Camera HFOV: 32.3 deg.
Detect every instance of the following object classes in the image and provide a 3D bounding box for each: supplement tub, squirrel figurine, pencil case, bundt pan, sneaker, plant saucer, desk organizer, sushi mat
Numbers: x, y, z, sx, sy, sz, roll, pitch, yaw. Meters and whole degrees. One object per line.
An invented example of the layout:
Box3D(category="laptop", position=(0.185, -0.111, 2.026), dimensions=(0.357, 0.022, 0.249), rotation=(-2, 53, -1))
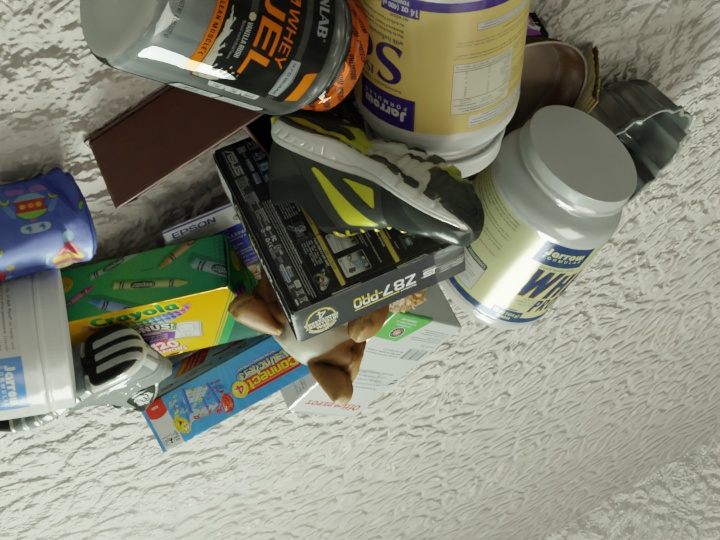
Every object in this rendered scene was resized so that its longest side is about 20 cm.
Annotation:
Box3D(category="supplement tub", position=(-0.355, 0.071, 1.086), dimensions=(0.196, 0.134, 0.133), rotation=(-8, 149, -11))
Box3D(category="squirrel figurine", position=(0.000, 0.000, 1.184), dimensions=(0.187, 0.141, 0.200), rotation=(-51, 177, 13))
Box3D(category="pencil case", position=(-0.320, -0.031, 1.040), dimensions=(0.197, 0.088, 0.078), rotation=(-14, 173, -23))
Box3D(category="bundt pan", position=(0.273, -0.138, 1.408), dimensions=(0.200, 0.076, 0.203), rotation=(-27, 155, -14))
Box3D(category="sneaker", position=(0.009, -0.061, 1.008), dimensions=(0.074, 0.198, 0.086), rotation=(-30, 142, -54))
Box3D(category="supplement tub", position=(0.065, -0.191, 1.023), dimensions=(0.143, 0.146, 0.202), rotation=(-18, 137, -19))
Box3D(category="plant saucer", position=(0.129, -0.160, 1.220), dimensions=(0.198, 0.032, 0.201), rotation=(-23, 152, -13))
Box3D(category="sneaker", position=(-0.272, 0.123, 1.229), dimensions=(0.197, 0.076, 0.115), rotation=(-19, 153, 20))
Box3D(category="supplement tub", position=(-0.095, -0.188, 0.921), dimensions=(0.198, 0.124, 0.123), rotation=(10, 134, -42))
Box3D(category="desk organizer", position=(-0.129, -0.121, 1.069), dimensions=(0.198, 0.078, 0.072), rotation=(-32, 152, 6))
Box3D(category="sushi mat", position=(0.199, -0.144, 1.336), dimensions=(0.012, 0.097, 0.201), rotation=(23, 132, -12))
Box3D(category="supplement tub", position=(0.174, -0.052, 1.256), dimensions=(0.143, 0.146, 0.201), rotation=(-7, 147, -35))

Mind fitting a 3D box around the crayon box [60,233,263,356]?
Box3D(category="crayon box", position=(-0.203, 0.035, 1.220), dimensions=(0.197, 0.059, 0.119), rotation=(-12, 153, 9))

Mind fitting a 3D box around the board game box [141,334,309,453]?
Box3D(category="board game box", position=(-0.135, 0.108, 1.364), dimensions=(0.194, 0.056, 0.200), rotation=(-29, -173, 0))

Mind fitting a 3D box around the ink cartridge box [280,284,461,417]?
Box3D(category="ink cartridge box", position=(0.002, 0.089, 1.536), dimensions=(0.200, 0.085, 0.145), rotation=(-42, 150, 23))

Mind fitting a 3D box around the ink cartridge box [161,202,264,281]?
Box3D(category="ink cartridge box", position=(-0.099, -0.042, 1.269), dimensions=(0.195, 0.047, 0.201), rotation=(-23, 151, -8))

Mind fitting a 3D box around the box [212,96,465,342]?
Box3D(category="box", position=(-0.022, -0.053, 1.080), dimensions=(0.159, 0.201, 0.049), rotation=(-24, 144, -9))

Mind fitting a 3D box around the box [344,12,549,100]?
Box3D(category="box", position=(0.072, -0.180, 1.204), dimensions=(0.197, 0.036, 0.144), rotation=(-9, 147, -30))
